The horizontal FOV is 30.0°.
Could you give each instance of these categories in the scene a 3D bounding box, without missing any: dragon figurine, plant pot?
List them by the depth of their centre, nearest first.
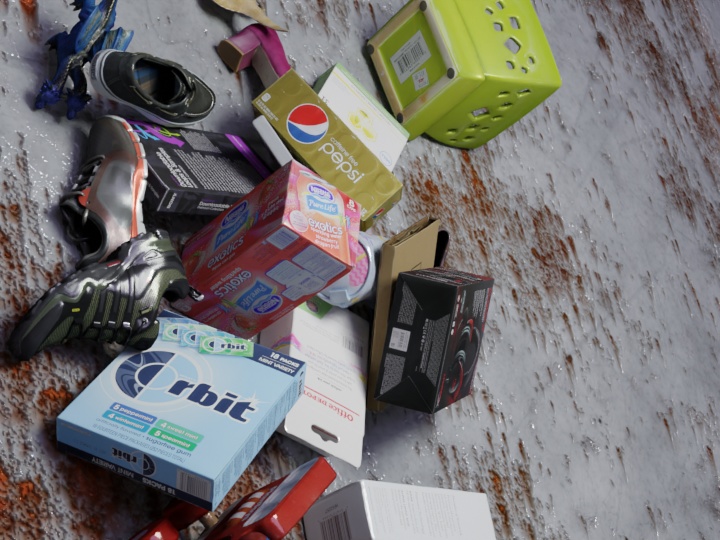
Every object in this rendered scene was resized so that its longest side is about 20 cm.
[{"bbox_3d":[-0.289,-0.257,1.465,0.059,0.200,0.099,32,7,-38],"label":"dragon figurine"},{"bbox_3d":[0.134,-0.301,1.923,0.181,0.200,0.200,-6,69,-41],"label":"plant pot"}]

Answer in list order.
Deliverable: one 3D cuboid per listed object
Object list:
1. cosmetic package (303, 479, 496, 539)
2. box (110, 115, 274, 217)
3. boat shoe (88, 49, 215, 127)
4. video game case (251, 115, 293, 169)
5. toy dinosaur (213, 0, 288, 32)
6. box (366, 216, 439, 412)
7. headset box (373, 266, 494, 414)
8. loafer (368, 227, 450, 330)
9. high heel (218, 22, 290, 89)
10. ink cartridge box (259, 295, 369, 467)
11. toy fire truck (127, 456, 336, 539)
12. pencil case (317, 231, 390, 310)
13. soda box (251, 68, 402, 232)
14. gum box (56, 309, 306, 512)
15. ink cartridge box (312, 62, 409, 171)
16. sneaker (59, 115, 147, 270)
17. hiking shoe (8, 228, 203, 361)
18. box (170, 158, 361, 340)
[{"bbox_3d":[0.046,0.284,1.477,0.200,0.102,0.074,13,56,-43],"label":"cosmetic package"},{"bbox_3d":[-0.179,-0.112,1.523,0.200,0.036,0.143,6,33,-46],"label":"box"},{"bbox_3d":[-0.215,-0.199,1.484,0.200,0.056,0.069,8,87,-60],"label":"boat shoe"},{"bbox_3d":[-0.069,-0.096,1.580,0.143,0.018,0.200,56,-2,10],"label":"video game case"},{"bbox_3d":[-0.150,-0.350,1.744,0.200,0.058,0.101,41,34,17],"label":"toy dinosaur"},{"bbox_3d":[0.051,0.048,1.589,0.163,0.021,0.201,-33,132,-65],"label":"box"},{"bbox_3d":[0.092,0.076,1.570,0.200,0.075,0.149,-5,107,-72],"label":"headset box"},{"bbox_3d":[0.066,0.013,1.722,0.072,0.063,0.200,43,40,-17],"label":"loafer"},{"bbox_3d":[-0.087,-0.238,1.717,0.200,0.067,0.096,42,45,15],"label":"high heel"},{"bbox_3d":[-0.055,0.127,1.505,0.117,0.067,0.201,32,43,-30],"label":"ink cartridge box"},{"bbox_3d":[-0.124,0.255,1.254,0.112,0.168,0.200,54,37,-3],"label":"toy fire truck"},{"bbox_3d":[0.000,0.000,1.581,0.200,0.083,0.091,13,89,-74],"label":"pencil case"},{"bbox_3d":[-0.039,-0.142,1.606,0.068,0.064,0.200,-42,81,-9],"label":"soda box"},{"bbox_3d":[-0.171,0.131,1.317,0.169,0.045,0.200,19,35,16],"label":"gum box"},{"bbox_3d":[-0.022,-0.167,1.770,0.146,0.048,0.200,44,37,-15],"label":"ink cartridge box"},{"bbox_3d":[-0.274,-0.081,1.411,0.082,0.077,0.201,9,57,-36],"label":"sneaker"},{"bbox_3d":[-0.246,0.042,1.315,0.200,0.076,0.101,-36,92,-28],"label":"hiking shoe"},{"bbox_3d":[-0.102,-0.016,1.447,0.102,0.200,0.095,32,44,-27],"label":"box"}]
